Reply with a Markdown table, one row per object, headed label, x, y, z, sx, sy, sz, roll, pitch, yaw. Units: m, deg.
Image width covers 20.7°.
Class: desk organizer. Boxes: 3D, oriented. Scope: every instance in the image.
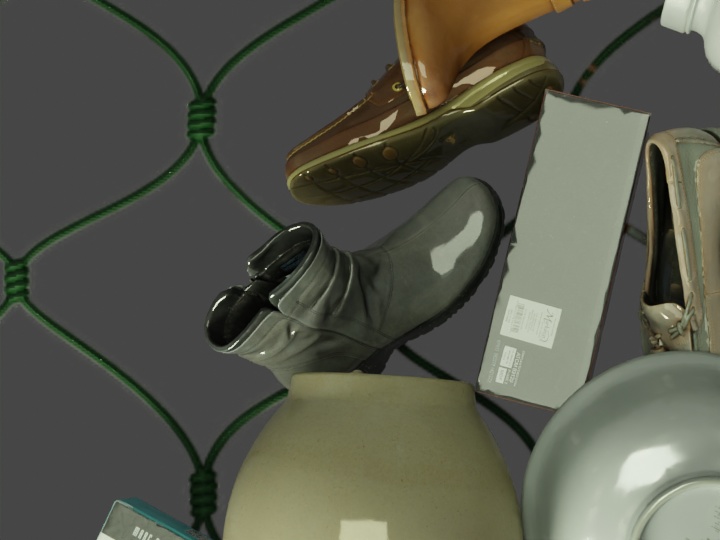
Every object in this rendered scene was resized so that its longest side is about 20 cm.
| label | x | y | z | sx | sy | sz | roll | pitch | yaw |
| --- | --- | --- | --- | --- | --- | --- | --- | --- | --- |
| desk organizer | 0.137 | -0.009 | 1.303 | 0.071 | 0.077 | 0.202 | 13 | 88 | 11 |

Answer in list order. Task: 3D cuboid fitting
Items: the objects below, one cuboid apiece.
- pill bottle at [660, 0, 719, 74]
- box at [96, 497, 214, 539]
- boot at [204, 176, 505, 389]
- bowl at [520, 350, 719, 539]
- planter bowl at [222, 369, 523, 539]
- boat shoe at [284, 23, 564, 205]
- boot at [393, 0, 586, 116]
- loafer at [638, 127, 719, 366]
| label | x | y | z | sx | sy | sz | roll | pitch | yaw |
| --- | --- | --- | --- | --- | --- | --- | --- | --- | --- |
| pill bottle | 0.300 | -0.163 | 1.269 | 0.198 | 0.112 | 0.113 | 20 | 89 | 10 |
| box | -0.170 | 0.264 | 1.349 | 0.082 | 0.049 | 0.201 | 27 | 91 | 10 |
| boot | 0.000 | 0.000 | 1.291 | 0.200 | 0.132 | 0.070 | -50 | 49 | 2 |
| bowl | 0.206 | 0.159 | 1.235 | 0.199 | 0.090 | 0.203 | -2 | 107 | -5 |
| planter bowl | 0.010 | 0.134 | 1.254 | 0.198 | 0.200 | 0.136 | 2 | 84 | 10 |
| boat shoe | 0.037 | -0.107 | 1.336 | 0.199 | 0.072 | 0.068 | -25 | 62 | 3 |
| boot | 0.106 | -0.178 | 1.285 | 0.154 | 0.201 | 0.077 | 0 | 129 | 14 |
| loafer | 0.204 | 0.007 | 1.280 | 0.062 | 0.072 | 0.202 | 1 | 95 | -29 |
